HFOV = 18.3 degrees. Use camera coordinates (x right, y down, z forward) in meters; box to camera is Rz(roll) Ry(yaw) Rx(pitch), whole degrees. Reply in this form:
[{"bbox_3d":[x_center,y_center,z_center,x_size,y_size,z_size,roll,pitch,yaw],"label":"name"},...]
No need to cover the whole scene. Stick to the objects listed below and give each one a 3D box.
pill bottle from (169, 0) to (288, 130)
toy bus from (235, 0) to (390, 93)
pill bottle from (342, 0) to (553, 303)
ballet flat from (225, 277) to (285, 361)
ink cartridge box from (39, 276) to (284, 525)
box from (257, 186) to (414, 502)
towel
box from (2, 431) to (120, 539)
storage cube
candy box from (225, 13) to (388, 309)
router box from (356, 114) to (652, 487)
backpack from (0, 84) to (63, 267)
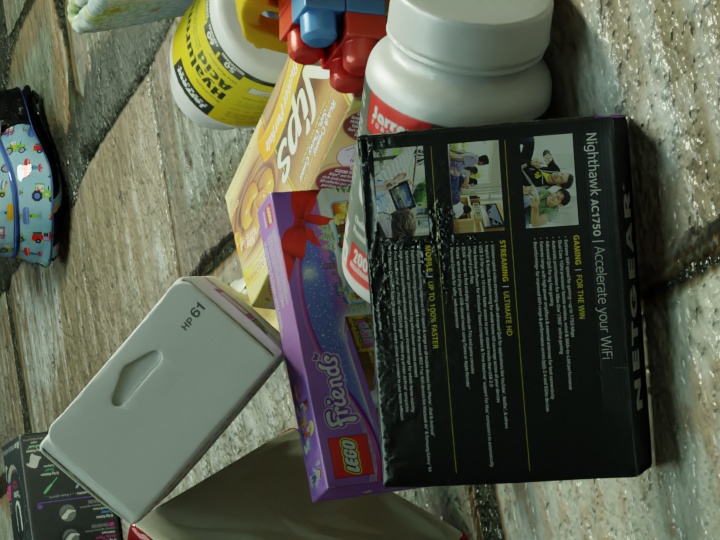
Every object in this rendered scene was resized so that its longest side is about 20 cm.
[{"bbox_3d":[-0.084,-0.172,1.716,0.200,0.111,0.112,146,117,-69],"label":"pill bottle"},{"bbox_3d":[-0.027,-0.200,1.425,0.200,0.135,0.193,141,128,-65],"label":"toy bus"},{"bbox_3d":[0.054,-0.079,1.348,0.114,0.113,0.201,-122,32,-51],"label":"pill bottle"},{"bbox_3d":[-0.073,0.033,1.836,0.063,0.068,0.200,-66,24,-1],"label":"ballet flat"},{"bbox_3d":[-0.124,0.082,1.486,0.085,0.145,0.200,40,-179,2],"label":"ink cartridge box"},{"bbox_3d":[0.018,0.042,1.446,0.039,0.136,0.201,130,132,-63],"label":"box"},{"bbox_3d":[-0.127,-0.241,1.731,0.200,0.170,0.048,147,110,-68],"label":"towel"},{"bbox_3d":[-0.338,0.286,2.550,0.122,0.105,0.201,147,116,-68],"label":"box"},{"bbox_3d":[-0.050,0.248,1.556,0.170,0.200,0.181,30,129,30],"label":"storage cube"},{"bbox_3d":[-0.030,-0.080,1.552,0.116,0.055,0.200,-107,34,-42],"label":"candy box"},{"bbox_3d":[0.081,0.018,1.253,0.051,0.148,0.201,-13,-81,-72],"label":"router box"},{"bbox_3d":[-0.430,-0.098,2.673,0.200,0.134,0.183,-120,30,-44],"label":"backpack"}]
